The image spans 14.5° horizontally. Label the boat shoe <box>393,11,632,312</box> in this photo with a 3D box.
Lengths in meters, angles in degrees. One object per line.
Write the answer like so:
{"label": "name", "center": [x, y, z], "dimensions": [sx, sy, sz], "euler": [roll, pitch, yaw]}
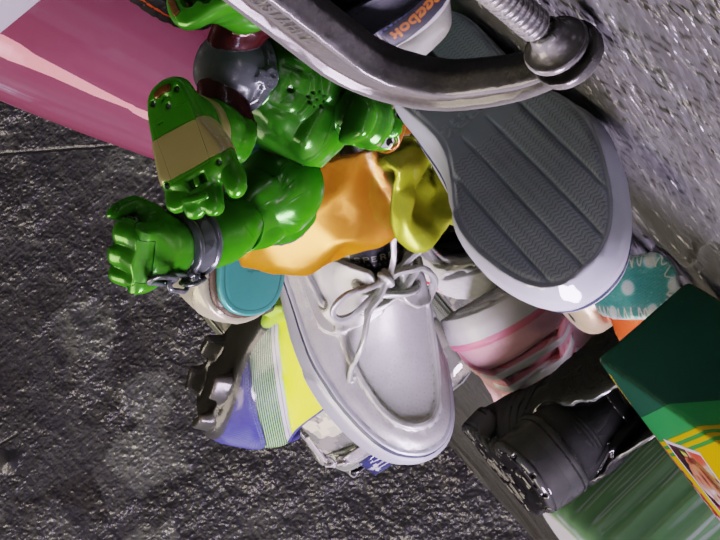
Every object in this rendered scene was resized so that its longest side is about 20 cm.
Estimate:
{"label": "boat shoe", "center": [0.072, -0.039, 1.170], "dimensions": [0.067, 0.073, 0.200], "euler": [49, -170, -38]}

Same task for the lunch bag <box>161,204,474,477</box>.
{"label": "lunch bag", "center": [-0.011, -0.001, 1.647], "dimensions": [0.200, 0.168, 0.139], "euler": [50, 176, -16]}

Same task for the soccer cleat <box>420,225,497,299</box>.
{"label": "soccer cleat", "center": [0.048, -0.025, 1.487], "dimensions": [0.085, 0.068, 0.200], "euler": [61, 178, 33]}

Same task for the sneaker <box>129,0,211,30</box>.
{"label": "sneaker", "center": [-0.043, -0.145, 1.442], "dimensions": [0.075, 0.079, 0.200], "euler": [-2, 155, 38]}

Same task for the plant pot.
{"label": "plant pot", "center": [-0.138, -0.156, 1.579], "dimensions": [0.179, 0.200, 0.200], "euler": [32, 173, 8]}

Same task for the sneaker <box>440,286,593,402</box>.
{"label": "sneaker", "center": [0.100, 0.051, 1.496], "dimensions": [0.105, 0.075, 0.200], "euler": [62, -175, 4]}

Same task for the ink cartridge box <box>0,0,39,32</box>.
{"label": "ink cartridge box", "center": [-0.179, -0.199, 1.413], "dimensions": [0.085, 0.200, 0.146], "euler": [47, 175, 14]}

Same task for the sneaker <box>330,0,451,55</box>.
{"label": "sneaker", "center": [-0.004, -0.129, 1.064], "dimensions": [0.080, 0.078, 0.200], "euler": [53, -172, 13]}

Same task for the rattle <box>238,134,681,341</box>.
{"label": "rattle", "center": [0.050, 0.003, 1.292], "dimensions": [0.200, 0.143, 0.130], "euler": [54, 160, 26]}

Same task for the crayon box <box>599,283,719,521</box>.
{"label": "crayon box", "center": [0.203, 0.114, 1.160], "dimensions": [0.200, 0.058, 0.173], "euler": [51, 176, -24]}

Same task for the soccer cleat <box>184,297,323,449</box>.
{"label": "soccer cleat", "center": [-0.026, 0.028, 1.547], "dimensions": [0.083, 0.200, 0.065], "euler": [10, -133, -26]}

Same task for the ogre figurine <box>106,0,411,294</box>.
{"label": "ogre figurine", "center": [-0.039, -0.086, 1.241], "dimensions": [0.098, 0.201, 0.120], "euler": [1, 177, 30]}

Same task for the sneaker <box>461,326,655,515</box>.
{"label": "sneaker", "center": [0.113, 0.068, 1.381], "dimensions": [0.060, 0.104, 0.200], "euler": [51, 176, -3]}

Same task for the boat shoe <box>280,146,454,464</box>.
{"label": "boat shoe", "center": [0.004, -0.002, 1.413], "dimensions": [0.086, 0.074, 0.203], "euler": [-31, 78, 66]}

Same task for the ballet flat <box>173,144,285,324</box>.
{"label": "ballet flat", "center": [-0.056, -0.075, 1.379], "dimensions": [0.069, 0.201, 0.069], "euler": [15, -172, -2]}

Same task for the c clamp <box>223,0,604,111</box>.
{"label": "c clamp", "center": [0.015, -0.102, 0.978], "dimensions": [0.170, 0.027, 0.200], "euler": [-3, 155, 32]}

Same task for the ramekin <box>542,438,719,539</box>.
{"label": "ramekin", "center": [0.183, 0.155, 1.465], "dimensions": [0.200, 0.098, 0.200], "euler": [50, 176, 5]}
